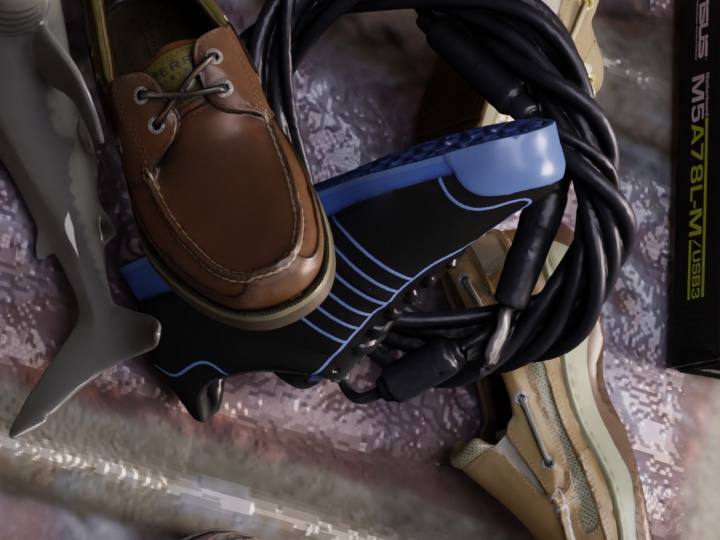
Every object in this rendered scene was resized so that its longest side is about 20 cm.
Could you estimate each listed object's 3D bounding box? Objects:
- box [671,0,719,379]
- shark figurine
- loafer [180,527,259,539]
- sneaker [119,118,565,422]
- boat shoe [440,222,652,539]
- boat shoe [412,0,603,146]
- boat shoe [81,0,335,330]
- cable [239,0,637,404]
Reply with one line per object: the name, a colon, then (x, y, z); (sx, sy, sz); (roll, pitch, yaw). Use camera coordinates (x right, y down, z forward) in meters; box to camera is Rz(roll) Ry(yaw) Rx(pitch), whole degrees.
box: (0.246, -0.034, 1.237); (0.199, 0.047, 0.194); (10, 79, -30)
shark figurine: (-0.147, -0.052, 1.005); (0.089, 0.128, 0.215); (-14, 108, -7)
loafer: (-0.094, 0.178, 0.987); (0.200, 0.063, 0.072); (-43, 104, -29)
sneaker: (0.000, 0.000, 1.016); (0.078, 0.199, 0.070); (68, 23, -6)
boat shoe: (0.076, 0.081, 1.112); (0.076, 0.072, 0.201); (-11, 79, -17)
boat shoe: (0.079, -0.100, 1.133); (0.066, 0.074, 0.201); (26, 70, -20)
boat shoe: (-0.071, -0.061, 0.980); (0.072, 0.200, 0.068); (-26, 139, -7)
cable: (0.026, -0.049, 1.053); (0.051, 0.163, 0.201); (-18, 89, -69)
